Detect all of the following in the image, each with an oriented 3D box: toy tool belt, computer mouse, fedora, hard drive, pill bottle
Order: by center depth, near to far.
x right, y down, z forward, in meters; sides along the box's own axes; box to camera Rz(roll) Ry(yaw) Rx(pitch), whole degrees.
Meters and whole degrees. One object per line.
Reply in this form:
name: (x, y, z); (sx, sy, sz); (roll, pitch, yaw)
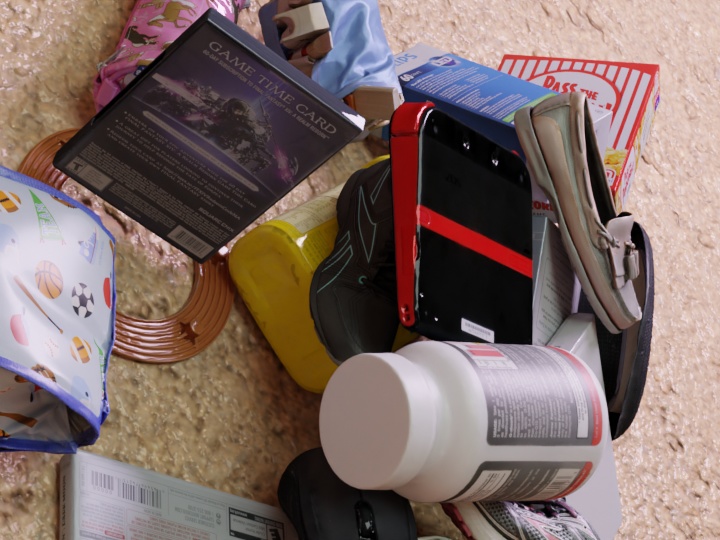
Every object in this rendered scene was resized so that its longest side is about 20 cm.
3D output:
computer mouse: (0.002, 0.174, 1.561); (0.138, 0.053, 0.200); (4, 20, -20)
pill bottle: (0.075, 0.109, 1.565); (0.200, 0.116, 0.116); (5, 60, -43)
hard drive: (0.171, 0.154, 1.763); (0.132, 0.027, 0.201); (-48, 134, -51)
toy tool belt: (-0.025, -0.206, 1.799); (0.125, 0.123, 0.201); (-17, 87, -32)
fedora: (0.194, 0.047, 1.873); (0.091, 0.201, 0.201); (7, 52, -3)

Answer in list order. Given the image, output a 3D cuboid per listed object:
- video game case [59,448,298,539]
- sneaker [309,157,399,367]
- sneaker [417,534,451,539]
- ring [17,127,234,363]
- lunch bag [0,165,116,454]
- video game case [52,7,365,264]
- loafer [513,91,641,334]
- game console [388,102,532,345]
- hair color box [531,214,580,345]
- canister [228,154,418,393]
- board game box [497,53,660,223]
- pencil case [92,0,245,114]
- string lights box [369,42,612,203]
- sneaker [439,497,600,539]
video game case: (-0.122, 0.231, 1.510); (0.200, 0.023, 0.182); (21, 49, -35)
sneaker: (0.014, -0.011, 1.633); (0.075, 0.079, 0.201); (30, 48, -28)
sneaker: (0.061, 0.237, 1.632); (0.200, 0.090, 0.067); (0, 62, -45)
ring: (-0.174, -0.024, 1.641); (0.200, 0.019, 0.201); (25, 48, -32)
lunch bag: (-0.259, 0.022, 1.447); (0.199, 0.124, 0.171); (19, 50, -25)
video game case: (-0.112, -0.093, 1.579); (0.143, 0.200, 0.019); (34, 41, -22)
loafer: (0.189, -0.047, 1.750); (0.201, 0.063, 0.072); (65, 17, -7)
game console: (0.078, -0.024, 1.638); (0.200, 0.031, 0.178); (22, 66, -57)
hair color box: (0.128, 0.065, 1.764); (0.099, 0.060, 0.201); (36, 60, -59)
canister: (0.000, 0.000, 1.738); (0.200, 0.086, 0.149); (-29, 87, -52)
board game box: (0.179, -0.119, 1.962); (0.200, 0.151, 0.046); (-65, 154, -47)
pencil case: (-0.149, -0.182, 1.721); (0.200, 0.082, 0.087); (-74, 151, -48)
string lights box: (0.104, -0.131, 1.870); (0.199, 0.059, 0.103); (23, 31, 27)
sneaker: (0.131, 0.200, 1.681); (0.200, 0.075, 0.081); (40, 1, -21)
